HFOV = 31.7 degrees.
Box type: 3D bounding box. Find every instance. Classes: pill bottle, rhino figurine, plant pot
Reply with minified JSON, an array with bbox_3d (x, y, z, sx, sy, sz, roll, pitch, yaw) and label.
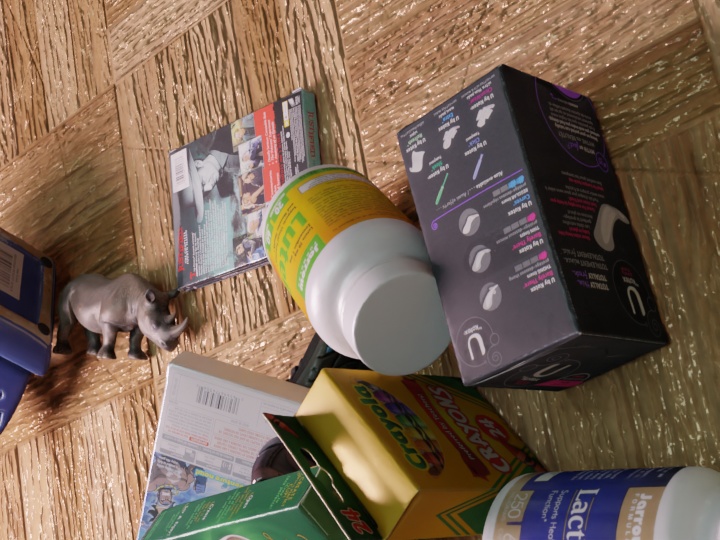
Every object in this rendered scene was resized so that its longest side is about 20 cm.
[{"bbox_3d":[0.000,0.000,0.986,0.112,0.110,0.200,-66,27,15],"label":"pill bottle"},{"bbox_3d":[-0.242,0.047,1.290,0.199,0.059,0.089,1,88,42],"label":"rhino figurine"},{"bbox_3d":[-0.436,0.052,1.356,0.180,0.199,0.201,-42,34,22],"label":"plant pot"},{"bbox_3d":[0.187,0.186,0.820,0.199,0.115,0.117,-12,77,42],"label":"pill bottle"}]

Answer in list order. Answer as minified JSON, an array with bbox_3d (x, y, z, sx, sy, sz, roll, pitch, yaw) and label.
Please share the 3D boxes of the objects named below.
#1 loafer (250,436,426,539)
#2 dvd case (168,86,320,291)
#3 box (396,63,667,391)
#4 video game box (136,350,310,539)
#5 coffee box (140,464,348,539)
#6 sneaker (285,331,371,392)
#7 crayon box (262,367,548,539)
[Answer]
[{"bbox_3d":[-0.009,0.212,0.973,0.200,0.063,0.072,42,108,0],"label":"loafer"},{"bbox_3d":[-0.111,-0.072,1.206,0.199,0.022,0.148,-18,72,40],"label":"dvd case"},{"bbox_3d":[0.121,-0.025,0.905,0.106,0.122,0.202,-30,65,37],"label":"box"},{"bbox_3d":[-0.076,0.181,1.038,0.198,0.047,0.184,16,104,9],"label":"video game box"},{"bbox_3d":[-0.065,0.218,0.950,0.199,0.044,0.123,-24,112,43],"label":"coffee box"},{"bbox_3d":[-0.053,0.115,1.089,0.082,0.073,0.202,35,107,44],"label":"sneaker"},{"bbox_3d":[0.040,0.131,0.909,0.127,0.199,0.051,49,116,36],"label":"crayon box"}]
